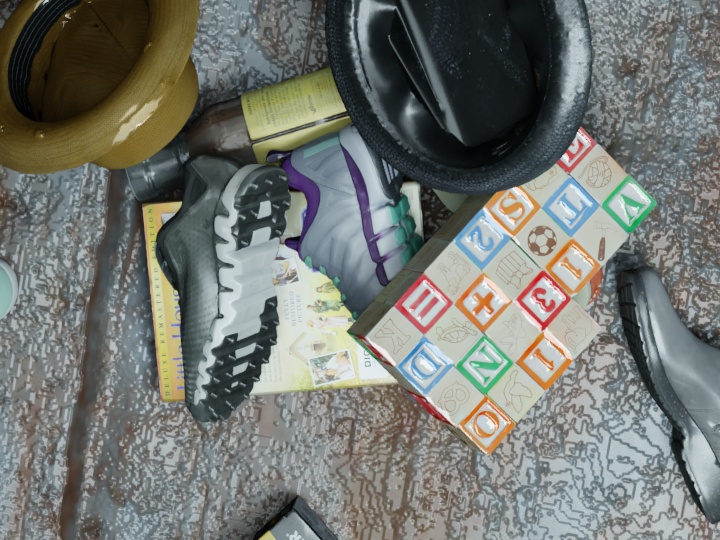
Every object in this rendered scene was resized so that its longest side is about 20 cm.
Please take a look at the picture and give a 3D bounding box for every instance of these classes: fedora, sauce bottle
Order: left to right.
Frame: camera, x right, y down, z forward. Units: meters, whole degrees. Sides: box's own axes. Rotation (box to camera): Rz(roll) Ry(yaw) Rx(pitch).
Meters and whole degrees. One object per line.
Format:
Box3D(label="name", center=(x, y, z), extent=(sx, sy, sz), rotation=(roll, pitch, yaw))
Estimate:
Box3D(label="fedora", center=(-0.171, -0.133, 1.327), extent=(0.200, 0.201, 0.082), rotation=(-39, 134, 5))
Box3D(label="sauce bottle", center=(-0.067, -0.097, 1.366), extent=(0.200, 0.065, 0.065), rotation=(-15, 94, 4))
Box3D(label="fedora", center=(0.074, -0.153, 1.250), extent=(0.200, 0.092, 0.201), rotation=(8, 108, 24))

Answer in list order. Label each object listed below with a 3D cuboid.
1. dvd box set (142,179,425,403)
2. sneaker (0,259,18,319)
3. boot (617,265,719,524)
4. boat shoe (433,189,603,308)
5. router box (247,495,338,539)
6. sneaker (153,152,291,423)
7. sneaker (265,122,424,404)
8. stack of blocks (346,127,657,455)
Box3D(label="dvd box set", center=(-0.050, 0.015, 1.391), extent=(0.199, 0.029, 0.147), rotation=(-5, 95, 3))
Box3D(label="sneaker", center=(-0.349, -0.003, 1.362), extent=(0.200, 0.118, 0.074), rotation=(13, 97, 3))
Box3D(label="boot", center=(0.268, 0.068, 1.369), extent=(0.131, 0.070, 0.200), rotation=(-23, 104, 2))
Box3D(label="boat shoe", center=(0.103, -0.058, 1.355), extent=(0.071, 0.063, 0.200), rotation=(-31, 97, 33))
Box3D(label="router box", center=(-0.039, 0.290, 1.404), extent=(0.157, 0.052, 0.200), rotation=(-42, 92, 6))
Box3D(label="sneaker", center=(-0.103, 0.006, 1.347), extent=(0.090, 0.066, 0.200), rotation=(28, 120, 35))
Box3D(label="sneaker", center=(0.000, 0.000, 1.343), extent=(0.087, 0.074, 0.200), rotation=(-14, 96, 17))
Box3D(label="stack of blocks", center=(0.102, 0.008, 1.285), extent=(0.115, 0.059, 0.200), rotation=(43, 83, -11))
